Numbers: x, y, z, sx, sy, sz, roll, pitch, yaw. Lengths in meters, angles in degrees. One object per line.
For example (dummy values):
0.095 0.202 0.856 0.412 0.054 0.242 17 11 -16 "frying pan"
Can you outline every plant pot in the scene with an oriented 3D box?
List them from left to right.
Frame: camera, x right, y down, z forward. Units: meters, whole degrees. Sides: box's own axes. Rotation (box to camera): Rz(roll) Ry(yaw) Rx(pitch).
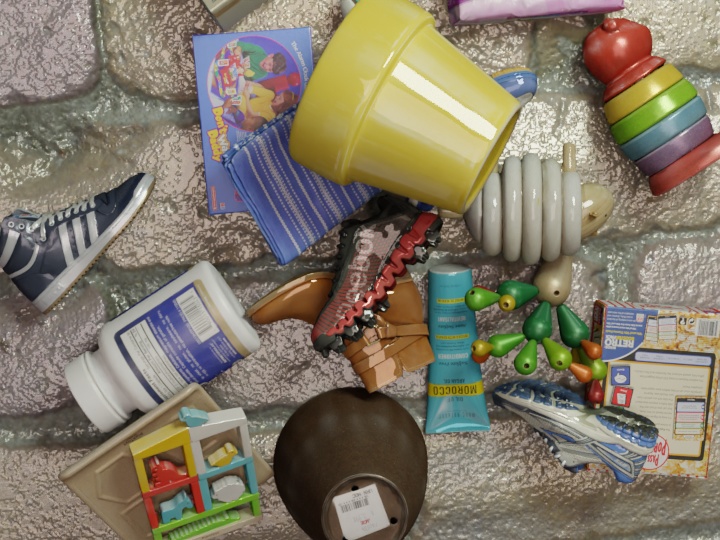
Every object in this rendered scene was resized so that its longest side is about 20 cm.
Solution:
-0.004 0.244 1.416 0.185 0.200 0.188 0 97 -4 "plant pot"
0.055 -0.158 1.302 0.188 0.201 0.202 30 94 9 "plant pot"

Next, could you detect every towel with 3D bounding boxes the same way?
-0.048 -0.116 1.408 0.200 0.024 0.145 -39 113 -24 "towel"

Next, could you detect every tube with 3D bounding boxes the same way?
0.109 0.094 1.488 0.077 0.050 0.201 -2 102 11 "tube"

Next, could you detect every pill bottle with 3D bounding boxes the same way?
-0.224 0.090 1.419 0.199 0.120 0.120 -33 98 0 "pill bottle"

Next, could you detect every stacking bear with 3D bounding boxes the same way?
0.327 -0.197 1.440 0.113 0.121 0.201 -33 89 -7 "stacking bear"

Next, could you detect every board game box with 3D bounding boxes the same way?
-0.115 -0.169 1.434 0.133 0.045 0.202 -5 97 -4 "board game box"
0.347 0.142 1.509 0.150 0.046 0.202 5 97 -5 "board game box"

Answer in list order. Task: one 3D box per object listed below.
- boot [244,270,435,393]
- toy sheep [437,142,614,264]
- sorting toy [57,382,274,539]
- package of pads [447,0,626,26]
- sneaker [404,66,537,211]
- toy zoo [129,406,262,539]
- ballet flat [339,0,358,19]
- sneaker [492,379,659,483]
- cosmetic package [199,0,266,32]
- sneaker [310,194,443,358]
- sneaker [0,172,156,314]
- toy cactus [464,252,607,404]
-0.019 0.069 1.450 0.199 0.074 0.156 -21 91 -6 "boot"
0.187 -0.072 1.433 0.198 0.138 0.139 -2 97 9 "toy sheep"
-0.218 0.228 1.439 0.185 0.037 0.200 -34 132 0 "sorting toy"
0.195 -0.344 1.423 0.198 0.076 0.121 -5 95 -4 "package of pads"
0.124 -0.141 1.404 0.200 0.075 0.089 -37 60 23 "sneaker"
-0.183 0.228 1.417 0.130 0.020 0.201 -17 130 -15 "toy zoo"
0.038 -0.228 1.433 0.200 0.069 0.070 41 92 -12 "ballet flat"
0.238 0.190 1.465 0.199 0.077 0.086 20 107 26 "sneaker"
-0.105 -0.367 1.385 0.200 0.071 0.105 -38 80 0 "cosmetic package"
0.000 0.000 1.394 0.098 0.071 0.201 38 86 9 "sneaker"
-0.327 -0.057 1.418 0.108 0.070 0.200 42 95 -10 "sneaker"
0.209 0.055 1.460 0.199 0.102 0.166 26 61 -6 "toy cactus"
